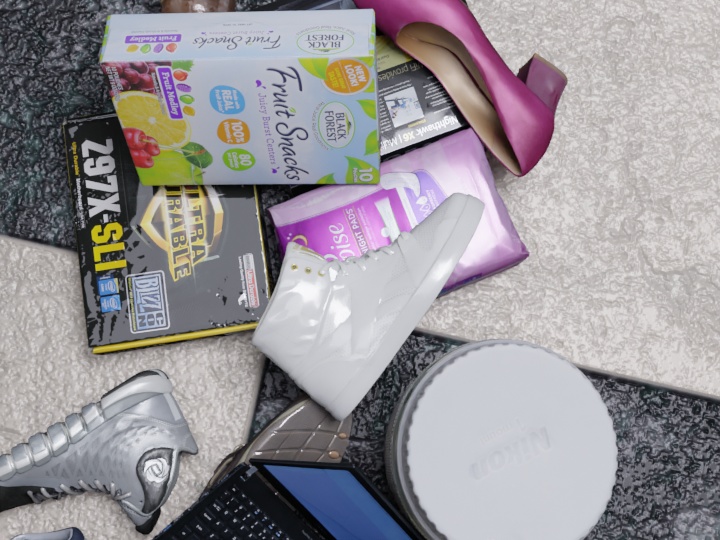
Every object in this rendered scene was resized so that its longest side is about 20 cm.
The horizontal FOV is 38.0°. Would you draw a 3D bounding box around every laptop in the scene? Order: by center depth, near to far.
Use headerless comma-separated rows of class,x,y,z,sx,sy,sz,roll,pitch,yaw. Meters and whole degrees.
laptop,-0.045,0.237,0.783,0.199,0.103,0.178,-40,117,0

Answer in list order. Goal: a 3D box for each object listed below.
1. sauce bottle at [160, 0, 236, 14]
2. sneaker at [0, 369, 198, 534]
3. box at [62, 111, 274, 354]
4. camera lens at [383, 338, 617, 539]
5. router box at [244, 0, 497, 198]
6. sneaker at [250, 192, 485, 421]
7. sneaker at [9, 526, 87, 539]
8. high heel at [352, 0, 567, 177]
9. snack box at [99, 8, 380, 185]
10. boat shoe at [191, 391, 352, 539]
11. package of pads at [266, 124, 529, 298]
sauce bottle,-0.132,-0.236,0.870,0.064,0.065,0.203,3,72,1
sneaker,-0.222,0.177,0.852,0.198,0.075,0.116,-32,86,-4
box,-0.161,-0.039,0.892,0.157,0.049,0.203,-8,83,1
camera lens,0.099,0.137,0.787,0.157,0.200,0.163,0,80,-1
router box,0.007,-0.172,0.904,0.197,0.052,0.159,-19,84,-2
sneaker,0.000,0.000,0.796,0.115,0.074,0.201,37,86,-1
sneaker,-0.278,0.287,0.823,0.199,0.070,0.109,-36,109,-10
high heel,0.070,-0.158,0.835,0.198,0.068,0.097,26,67,-1
snack box,-0.084,-0.128,0.800,0.197,0.143,0.054,0,56,3
boat shoe,-0.088,0.168,0.844,0.074,0.073,0.200,41,92,-29
package of pads,0.029,-0.029,0.875,0.198,0.076,0.122,-21,80,-2
